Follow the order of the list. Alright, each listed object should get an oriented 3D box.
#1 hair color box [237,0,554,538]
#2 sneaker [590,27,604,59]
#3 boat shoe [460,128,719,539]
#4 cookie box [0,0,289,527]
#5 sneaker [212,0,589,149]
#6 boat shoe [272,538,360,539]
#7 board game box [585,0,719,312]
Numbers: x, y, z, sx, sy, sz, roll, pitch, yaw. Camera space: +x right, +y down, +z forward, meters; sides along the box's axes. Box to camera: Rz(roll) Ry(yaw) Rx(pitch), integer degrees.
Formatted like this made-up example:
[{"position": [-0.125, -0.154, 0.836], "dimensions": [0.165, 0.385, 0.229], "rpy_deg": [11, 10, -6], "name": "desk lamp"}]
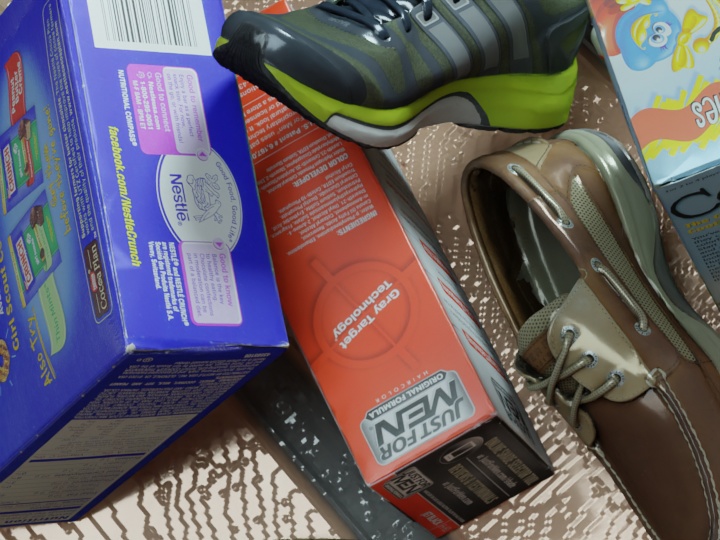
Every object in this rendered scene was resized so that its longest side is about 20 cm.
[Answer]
[{"position": [0.000, 0.000, 1.121], "dimensions": [0.061, 0.102, 0.200], "rpy_deg": [-30, 66, 7], "name": "hair color box"}, {"position": [0.139, -0.127, 1.149], "dimensions": [0.200, 0.070, 0.093], "rpy_deg": [12, 94, 18], "name": "sneaker"}, {"position": [0.092, 0.033, 1.086], "dimensions": [0.076, 0.072, 0.200], "rpy_deg": [-56, 48, 42], "name": "boat shoe"}, {"position": [-0.118, -0.008, 1.113], "dimensions": [0.200, 0.075, 0.171], "rpy_deg": [-39, 57, 51], "name": "cookie box"}, {"position": [0.021, -0.099, 1.069], "dimensions": [0.074, 0.200, 0.081], "rpy_deg": [32, 115, 30], "name": "sneaker"}, {"position": [-0.051, 0.147, 1.110], "dimensions": [0.200, 0.071, 0.065], "rpy_deg": [-12, 76, 21], "name": "boat shoe"}, {"position": [0.158, -0.060, 1.039], "dimensions": [0.105, 0.200, 0.103], "rpy_deg": [-21, 68, 9], "name": "board game box"}]
